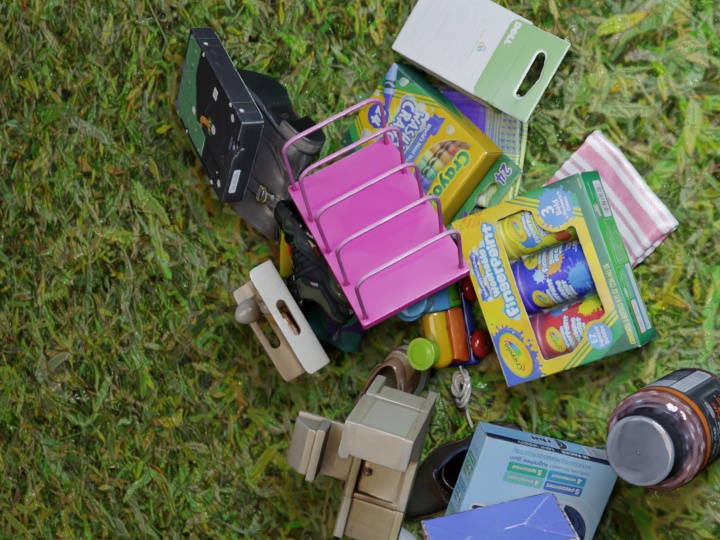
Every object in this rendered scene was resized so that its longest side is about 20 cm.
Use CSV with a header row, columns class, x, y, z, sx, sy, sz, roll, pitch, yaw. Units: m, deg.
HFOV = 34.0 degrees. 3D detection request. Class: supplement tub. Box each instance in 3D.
class,x,y,z,sx,sy,sz,roll,pitch,yaw
supplement tub,0.323,0.168,1.230,0.106,0.199,0.108,4,98,32

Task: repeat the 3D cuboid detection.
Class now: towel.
class,x,y,z,sx,sy,sz,roll,pitch,yaw
towel,0.108,-0.153,1.441,0.199,0.023,0.145,12,100,31
towel,0.250,-0.041,1.357,0.200,0.030,0.147,-47,71,26

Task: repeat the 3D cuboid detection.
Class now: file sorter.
class,x,y,z,sx,sy,sz,roll,pitch,yaw
file sorter,0.014,-0.069,1.311,0.138,0.126,0.201,-27,67,-6

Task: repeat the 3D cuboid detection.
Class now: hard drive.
class,x,y,z,sx,sy,sz,roll,pitch,yaw
hard drive,-0.190,-0.207,1.558,0.201,0.038,0.140,59,144,35

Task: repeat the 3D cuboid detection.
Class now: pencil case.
class,x,y,z,sx,sy,sz,roll,pitch,yaw
pencil case,0.000,0.000,1.482,0.201,0.084,0.093,-64,27,23

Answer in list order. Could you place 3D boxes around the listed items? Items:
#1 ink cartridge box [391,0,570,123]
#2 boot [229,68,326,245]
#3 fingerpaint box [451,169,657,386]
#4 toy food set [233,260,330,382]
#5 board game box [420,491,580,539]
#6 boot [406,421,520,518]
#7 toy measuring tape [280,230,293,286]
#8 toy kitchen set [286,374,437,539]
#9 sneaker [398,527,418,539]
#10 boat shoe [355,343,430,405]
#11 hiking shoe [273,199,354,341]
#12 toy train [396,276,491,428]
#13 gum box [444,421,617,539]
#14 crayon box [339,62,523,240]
class,x,y,z,sx,sy,sz,roll,pitch,yaw
ink cartridge box,0.146,-0.254,1.371,0.199,0.059,0.104,34,96,25
boot,-0.140,-0.154,1.576,0.200,0.069,0.175,48,125,27
fingerpaint box,0.216,0.010,1.326,0.166,0.073,0.202,-20,86,30
toy food set,-0.110,0.073,1.489,0.060,0.200,0.144,-31,89,-13
board game box,0.164,0.372,1.314,0.158,0.097,0.202,-11,111,-4
boot,0.102,0.251,1.440,0.200,0.097,0.075,-41,73,28
toy measuring tape,-0.070,-0.004,1.551,0.073,0.073,0.202,18,119,30
toy kitchen set,-0.022,0.237,1.381,0.162,0.180,0.202,16,104,9
sneaker,0.106,0.382,1.477,0.200,0.074,0.087,43,103,15
boat shoe,0.019,0.183,1.497,0.075,0.072,0.201,33,117,27
hiking shoe,-0.063,-0.006,1.434,0.101,0.075,0.200,-60,43,25
toy train,0.098,0.101,1.416,0.084,0.115,0.202,-9,90,33
gum box,0.186,0.289,1.364,0.168,0.045,0.202,14,106,-13
crayon box,0.082,-0.138,1.416,0.200,0.051,0.126,46,116,19
